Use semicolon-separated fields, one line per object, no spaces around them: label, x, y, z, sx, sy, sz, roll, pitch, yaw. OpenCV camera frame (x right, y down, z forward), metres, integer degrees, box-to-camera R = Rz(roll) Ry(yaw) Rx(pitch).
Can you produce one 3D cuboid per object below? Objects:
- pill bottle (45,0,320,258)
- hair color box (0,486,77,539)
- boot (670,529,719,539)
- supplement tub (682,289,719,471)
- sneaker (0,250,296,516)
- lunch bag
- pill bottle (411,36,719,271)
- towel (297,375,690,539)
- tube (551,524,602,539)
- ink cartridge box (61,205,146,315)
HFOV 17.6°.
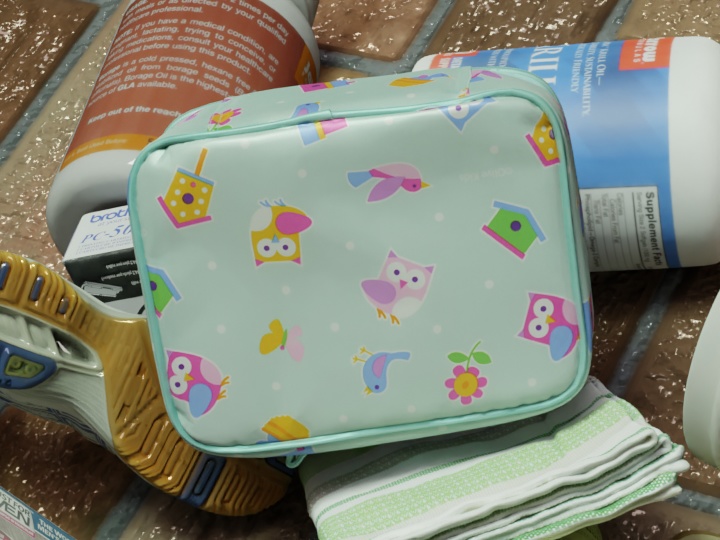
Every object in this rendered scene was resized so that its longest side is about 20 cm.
pill bottle;-0.084;-0.086;1.214;0.112;0.112;0.201;2;49;17
hair color box;-0.209;0.170;0.977;0.199;0.100;0.061;-31;46;16
boot;0.164;0.195;0.909;0.199;0.073;0.155;21;55;38
supplement tub;0.239;0.060;0.892;0.199;0.145;0.144;26;59;30
sneaker;-0.120;0.047;1.090;0.076;0.200;0.088;-60;15;-10
lunch bag;0.000;0.000;1.012;0.199;0.161;0.077;-8;15;8
pill bottle;0.127;-0.056;1.129;0.199;0.113;0.113;-3;47;12
towel;0.048;0.082;1.009;0.148;0.031;0.200;-19;12;-5
tube;0.084;0.142;0.913;0.058;0.052;0.200;10;15;-4
ink cartridge box;-0.032;0.003;1.107;0.199;0.094;0.044;-10;32;17
